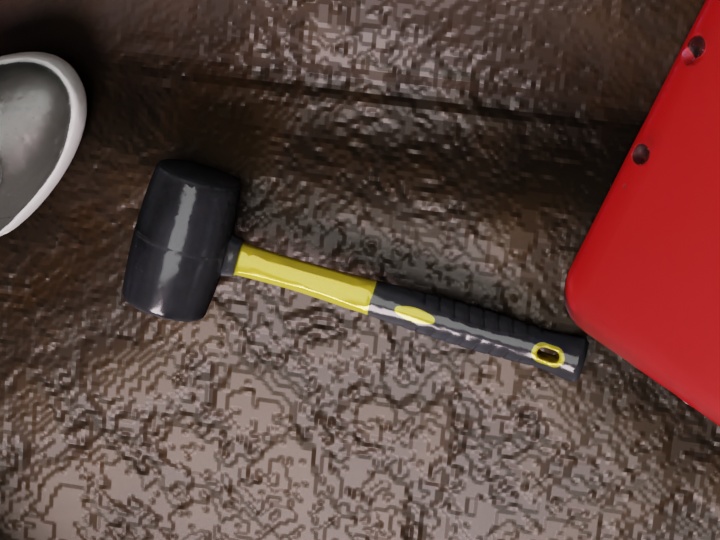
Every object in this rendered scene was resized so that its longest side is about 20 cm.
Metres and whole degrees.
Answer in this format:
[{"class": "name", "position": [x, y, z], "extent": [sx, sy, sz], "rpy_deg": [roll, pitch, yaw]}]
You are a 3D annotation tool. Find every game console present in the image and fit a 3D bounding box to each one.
[{"class": "game console", "position": [0.210, -0.023, 0.800], "extent": [0.172, 0.119, 0.200], "rpy_deg": [16, 111, -25]}]

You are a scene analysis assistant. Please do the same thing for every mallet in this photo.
[{"class": "mallet", "position": [0.000, 0.000, 0.843], "extent": [0.199, 0.041, 0.066], "rpy_deg": [10, 104, 4]}]

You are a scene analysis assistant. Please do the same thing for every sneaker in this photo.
[{"class": "sneaker", "position": [-0.207, -0.024, 0.844], "extent": [0.200, 0.099, 0.071], "rpy_deg": [-30, 95, 16]}]
